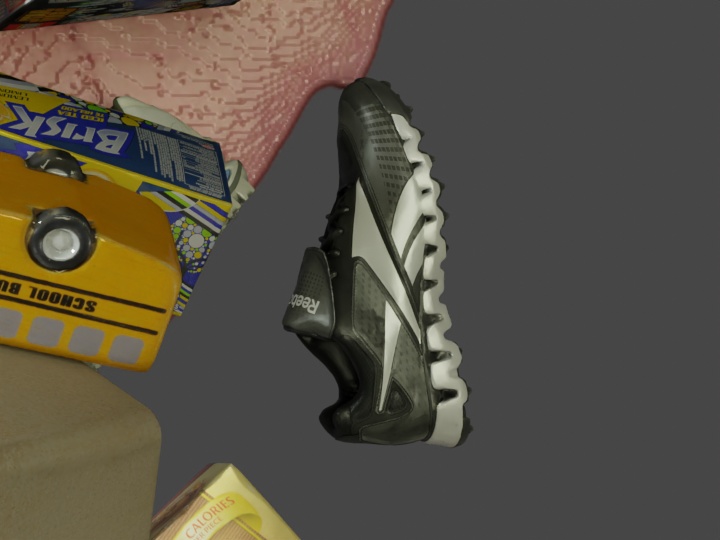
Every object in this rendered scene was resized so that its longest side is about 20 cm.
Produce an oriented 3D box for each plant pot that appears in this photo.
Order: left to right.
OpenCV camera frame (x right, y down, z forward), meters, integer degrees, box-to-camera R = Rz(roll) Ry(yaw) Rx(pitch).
[{"bbox_3d":[-0.203,0.118,1.364,0.176,0.200,0.201,-16,125,-40],"label":"plant pot"}]

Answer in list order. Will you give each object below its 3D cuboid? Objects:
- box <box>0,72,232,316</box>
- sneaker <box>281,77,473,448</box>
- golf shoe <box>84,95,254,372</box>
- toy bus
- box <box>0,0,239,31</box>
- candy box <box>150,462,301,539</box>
[{"bbox_3d":[-0.167,-0.048,1.420,0.199,0.064,0.070,18,116,-20],"label":"box"},{"bbox_3d":[0.000,0.000,1.559,0.090,0.066,0.201,-10,91,-20],"label":"sneaker"},{"bbox_3d":[-0.148,-0.002,1.517,0.097,0.078,0.200,41,67,-4],"label":"golf shoe"},{"bbox_3d":[-0.183,-0.016,1.361,0.199,0.065,0.079,13,118,-18],"label":"toy bus"},{"bbox_3d":[-0.104,-0.154,1.468,0.136,0.200,0.040,-7,90,-17],"label":"box"},{"bbox_3d":[-0.048,0.211,1.535,0.115,0.055,0.200,-43,99,-15],"label":"candy box"}]
